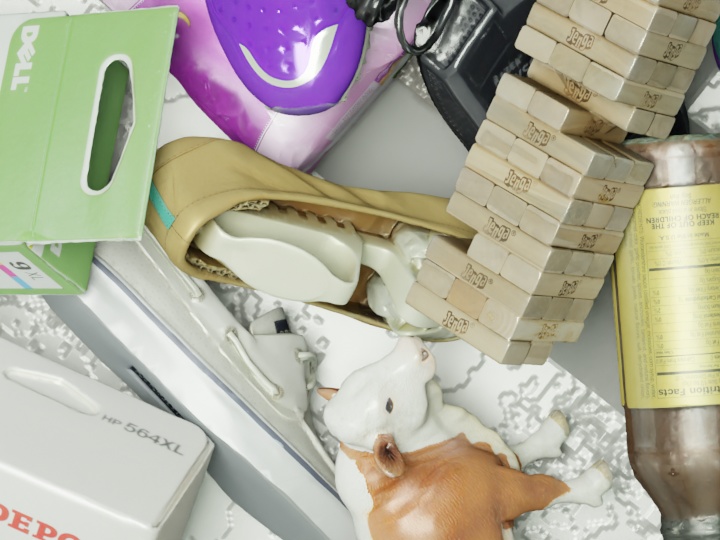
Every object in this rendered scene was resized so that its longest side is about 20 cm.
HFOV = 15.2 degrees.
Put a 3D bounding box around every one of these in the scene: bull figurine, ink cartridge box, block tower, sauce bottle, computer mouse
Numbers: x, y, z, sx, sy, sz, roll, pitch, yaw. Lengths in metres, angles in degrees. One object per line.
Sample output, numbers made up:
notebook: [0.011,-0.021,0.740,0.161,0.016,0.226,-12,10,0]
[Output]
bull figurine: [0.048,0.120,1.134,0.121,0.065,0.201,-11,99,-24]
ink cartridge box: [-0.157,-0.048,1.121,0.199,0.059,0.104,-1,68,25]
block tower: [0.088,-0.065,1.058,0.058,0.054,0.201,32,105,30]
ink cartridge box: [-0.164,0.139,1.141,0.145,0.084,0.201,22,118,5]
sauce bottle: [0.137,0.045,1.100,0.064,0.065,0.201,-4,92,7]
computer mouse: [0.073,-0.093,1.112,0.138,0.053,0.200,-38,126,-11]

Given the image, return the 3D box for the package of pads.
package of pads: [-0.007,-0.148,1.136,0.120,0.076,0.200,43,98,4]

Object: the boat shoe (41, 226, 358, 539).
boat shoe: [-0.050,0.047,1.161,0.200,0.071,0.070,45,72,-6]

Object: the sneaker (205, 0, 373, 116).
sneaker: [-0.042,-0.161,1.051,0.069,0.100,0.201,-6,90,12]

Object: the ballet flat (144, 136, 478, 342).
ballet flat: [0.000,0.000,1.112,0.199,0.063,0.069,14,119,-25]

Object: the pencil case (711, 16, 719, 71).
pencil case: [0.182,-0.079,1.057,0.085,0.200,0.093,-28,101,12]
